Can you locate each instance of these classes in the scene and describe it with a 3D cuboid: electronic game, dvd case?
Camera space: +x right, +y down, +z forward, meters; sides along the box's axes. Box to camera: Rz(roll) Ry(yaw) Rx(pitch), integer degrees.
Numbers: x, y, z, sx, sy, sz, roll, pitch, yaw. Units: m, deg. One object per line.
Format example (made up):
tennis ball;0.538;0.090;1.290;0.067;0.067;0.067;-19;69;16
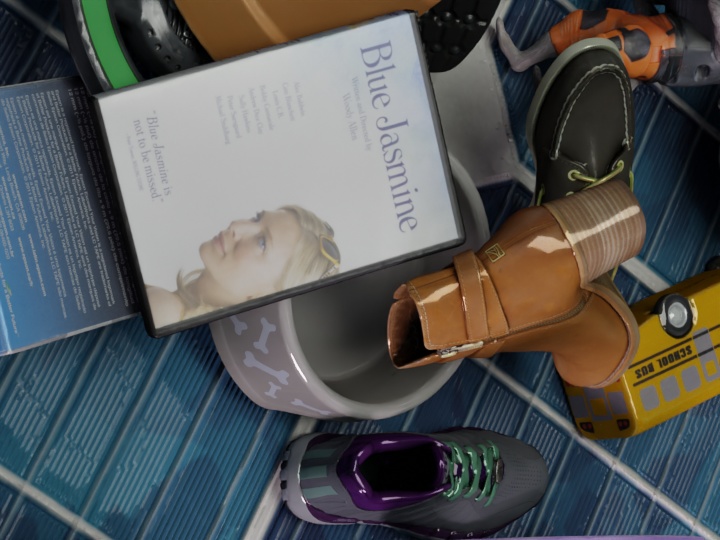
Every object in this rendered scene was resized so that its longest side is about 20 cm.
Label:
electronic game;-0.111;-0.151;1.529;0.200;0.042;0.201;27;56;-50
dvd case;-0.045;-0.056;1.481;0.199;0.018;0.143;-17;102;-17

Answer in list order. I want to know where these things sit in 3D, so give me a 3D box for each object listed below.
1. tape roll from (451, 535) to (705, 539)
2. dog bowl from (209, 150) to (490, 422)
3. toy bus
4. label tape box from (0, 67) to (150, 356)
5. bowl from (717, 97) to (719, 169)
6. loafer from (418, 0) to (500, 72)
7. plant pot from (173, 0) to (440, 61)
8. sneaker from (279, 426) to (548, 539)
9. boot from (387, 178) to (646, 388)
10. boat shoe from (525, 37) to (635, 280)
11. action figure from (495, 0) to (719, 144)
tape roll;0.111;0.206;1.570;0.200;0.200;0.085;3;80;-35
dog bowl;0.000;0.000;1.578;0.200;0.059;0.201;-10;104;-41
toy bus;0.228;0.044;1.760;0.200;0.065;0.079;-22;96;-36
label tape box;-0.180;-0.034;1.475;0.200;0.066;0.144;-18;94;-60
bowl;0.310;-0.119;1.780;0.090;0.201;0.201;41;61;-4
loafer;0.063;-0.222;1.643;0.068;0.070;0.201;7;121;-9
plant pot;-0.016;-0.214;1.541;0.200;0.140;0.201;35;46;-46
sneaker;0.052;0.133;1.607;0.200;0.087;0.075;1;82;-35
boot;0.089;0.030;1.577;0.154;0.200;0.074;-25;57;-15
boat shoe;0.143;-0.053;1.646;0.072;0.061;0.202;-9;132;-17
action figure;0.192;-0.152;1.720;0.193;0.200;0.105;-12;101;-6
